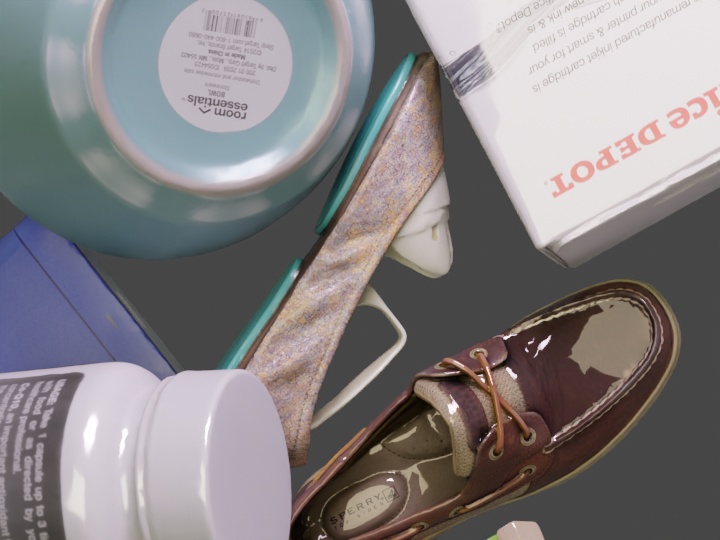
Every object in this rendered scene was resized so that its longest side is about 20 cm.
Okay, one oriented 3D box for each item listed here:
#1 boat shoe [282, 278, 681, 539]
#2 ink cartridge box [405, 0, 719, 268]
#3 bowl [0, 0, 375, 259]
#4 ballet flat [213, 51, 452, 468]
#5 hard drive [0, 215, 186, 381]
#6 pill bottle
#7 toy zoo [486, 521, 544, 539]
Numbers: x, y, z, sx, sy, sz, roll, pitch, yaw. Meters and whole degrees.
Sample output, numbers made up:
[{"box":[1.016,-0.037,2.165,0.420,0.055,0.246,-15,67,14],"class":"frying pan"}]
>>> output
[{"box":[0.050,0.070,1.136,0.200,0.072,0.072,-30,78,8],"class":"boat shoe"},{"box":[0.102,-0.121,1.140,0.144,0.084,0.201,-29,78,8],"class":"ink cartridge box"},{"box":[-0.074,-0.097,1.118,0.200,0.105,0.202,-3,100,-17],"class":"bowl"},{"box":[0.000,0.000,1.166,0.067,0.068,0.200,31,93,-6],"class":"ballet flat"},{"box":[-0.180,0.084,1.209,0.200,0.025,0.132,-41,77,5],"class":"hard drive"},{"box":[-0.138,0.099,1.115,0.199,0.114,0.114,-6,82,19],"class":"pill bottle"},{"box":[0.021,0.211,1.115,0.200,0.020,0.132,-35,65,30],"class":"toy zoo"}]
